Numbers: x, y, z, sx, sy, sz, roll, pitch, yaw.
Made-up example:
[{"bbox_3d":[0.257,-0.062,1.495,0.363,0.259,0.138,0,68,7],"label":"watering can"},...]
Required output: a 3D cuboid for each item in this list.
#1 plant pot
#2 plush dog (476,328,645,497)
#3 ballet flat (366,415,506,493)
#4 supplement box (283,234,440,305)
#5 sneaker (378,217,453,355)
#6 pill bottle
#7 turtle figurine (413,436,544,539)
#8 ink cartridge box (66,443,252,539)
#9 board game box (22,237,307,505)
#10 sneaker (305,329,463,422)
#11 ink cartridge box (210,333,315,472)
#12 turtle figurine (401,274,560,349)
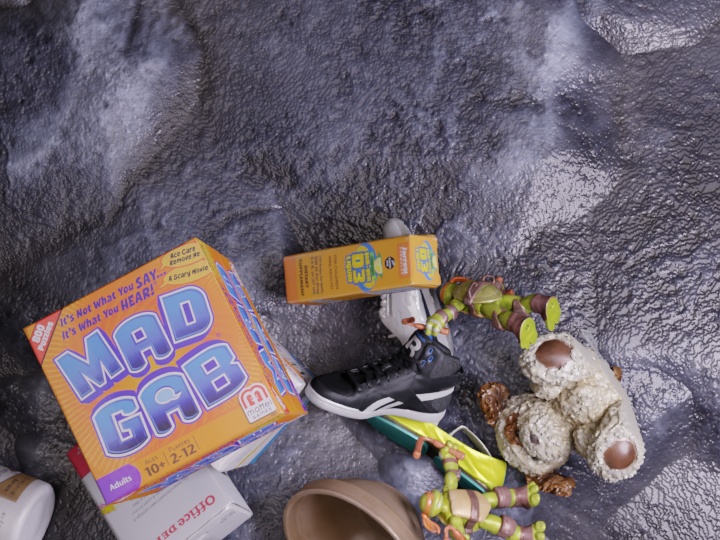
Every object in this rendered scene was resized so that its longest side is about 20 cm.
[{"bbox_3d":[0.010,0.325,1.453,0.201,0.201,0.093,41,47,8],"label":"plant pot"},{"bbox_3d":[0.242,0.181,1.459,0.172,0.160,0.200,-36,86,21],"label":"plush dog"},{"bbox_3d":[0.100,0.215,1.499,0.200,0.067,0.067,34,67,5],"label":"ballet flat"},{"bbox_3d":[0.000,0.000,1.479,0.200,0.069,0.067,-10,81,33],"label":"supplement box"},{"bbox_3d":[0.056,0.031,1.513,0.080,0.076,0.200,-18,81,13],"label":"sneaker"},{"bbox_3d":[-0.508,0.295,1.515,0.200,0.114,0.115,19,86,7],"label":"pill bottle"},{"bbox_3d":[0.134,0.290,1.387,0.161,0.200,0.064,12,127,-18],"label":"turtle figurine"},{"bbox_3d":[-0.254,0.267,1.484,0.148,0.086,0.200,-38,66,0],"label":"ink cartridge box"},{"bbox_3d":[-0.199,0.110,1.260,0.200,0.200,0.200,-28,82,1],"label":"board game box"},{"bbox_3d":[0.034,0.117,1.421,0.200,0.073,0.112,9,114,-34],"label":"sneaker"},{"bbox_3d":[-0.156,0.144,1.454,0.147,0.200,0.145,43,89,8],"label":"ink cartridge box"},{"bbox_3d":[0.158,0.037,1.426,0.161,0.200,0.065,16,113,39],"label":"turtle figurine"}]
